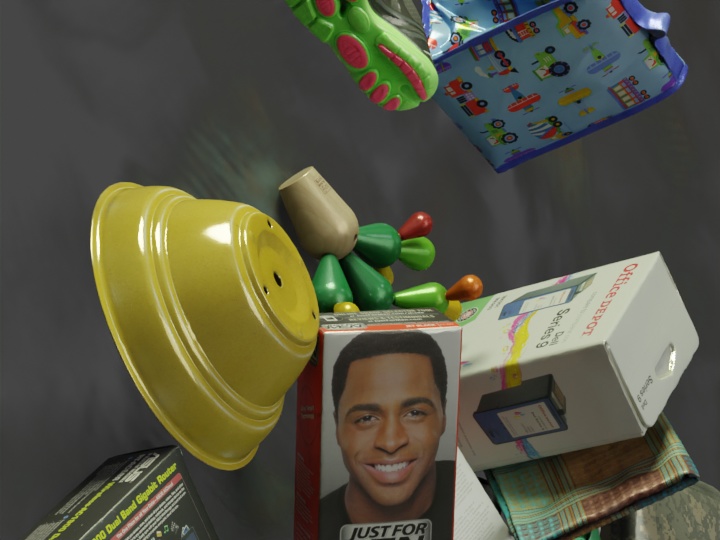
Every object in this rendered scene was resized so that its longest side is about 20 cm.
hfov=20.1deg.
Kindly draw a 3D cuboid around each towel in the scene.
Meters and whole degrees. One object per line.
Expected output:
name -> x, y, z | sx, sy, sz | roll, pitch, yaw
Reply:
towel -> 0.166, 0.139, 1.552 | 0.022, 0.146, 0.200 | 63, 2, -22

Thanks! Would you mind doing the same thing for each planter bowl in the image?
planter bowl -> -0.083, 0.020, 1.304 | 0.201, 0.083, 0.201 | 53, 23, -34

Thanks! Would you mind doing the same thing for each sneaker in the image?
sneaker -> -0.007, -0.213, 1.575 | 0.201, 0.076, 0.084 | 57, 20, -32

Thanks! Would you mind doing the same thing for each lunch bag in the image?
lunch bag -> 0.245, 0.259, 1.732 | 0.199, 0.117, 0.165 | 27, 56, -44
lunch bag -> 0.164, -0.179, 1.688 | 0.151, 0.199, 0.095 | 45, 45, -39

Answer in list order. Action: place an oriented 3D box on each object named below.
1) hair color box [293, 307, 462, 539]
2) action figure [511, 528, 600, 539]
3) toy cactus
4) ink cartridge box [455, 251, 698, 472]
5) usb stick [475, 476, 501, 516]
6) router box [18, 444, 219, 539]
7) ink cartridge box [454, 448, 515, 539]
hair color box -> 0.010, 0.130, 1.378 | 0.101, 0.061, 0.202 | -3, 102, -17
action figure -> 0.154, 0.184, 1.593 | 0.200, 0.117, 0.055 | -76, 169, -63
toy cactus -> 0.000, 0.000, 1.492 | 0.166, 0.102, 0.200 | 57, 45, -12
ink cartridge box -> 0.142, 0.074, 1.564 | 0.088, 0.199, 0.145 | 64, 36, -18
usb stick -> 0.080, 0.254, 1.554 | 0.055, 0.033, 0.201 | 21, 61, -28
router box -> -0.149, 0.218, 1.201 | 0.200, 0.062, 0.151 | -43, 115, -53
ink cartridge box -> 0.038, 0.182, 1.479 | 0.109, 0.050, 0.201 | -44, 111, -33
